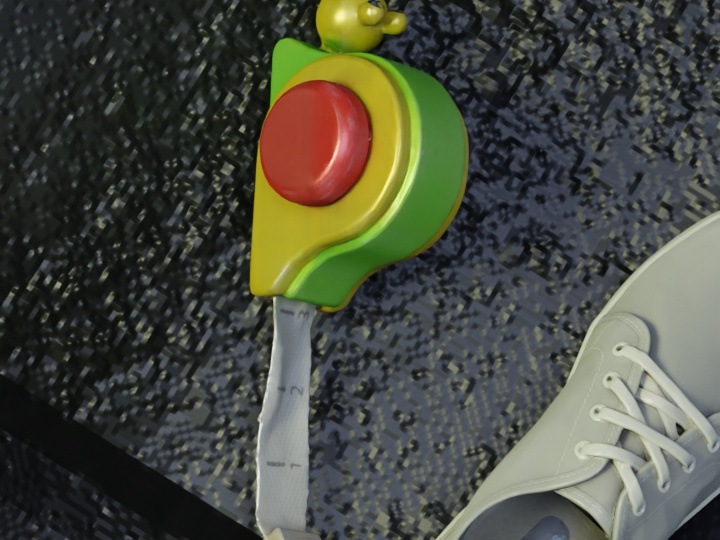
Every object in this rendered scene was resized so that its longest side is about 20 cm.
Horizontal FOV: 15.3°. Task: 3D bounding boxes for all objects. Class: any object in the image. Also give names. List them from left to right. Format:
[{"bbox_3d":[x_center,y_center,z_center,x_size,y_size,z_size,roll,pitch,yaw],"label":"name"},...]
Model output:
[{"bbox_3d":[0.000,0.000,0.891,0.073,0.074,0.201,4,80,-7],"label":"toy measuring tape"},{"bbox_3d":[0.092,0.059,0.907,0.075,0.058,0.200,42,78,2],"label":"oxford shoe"}]
